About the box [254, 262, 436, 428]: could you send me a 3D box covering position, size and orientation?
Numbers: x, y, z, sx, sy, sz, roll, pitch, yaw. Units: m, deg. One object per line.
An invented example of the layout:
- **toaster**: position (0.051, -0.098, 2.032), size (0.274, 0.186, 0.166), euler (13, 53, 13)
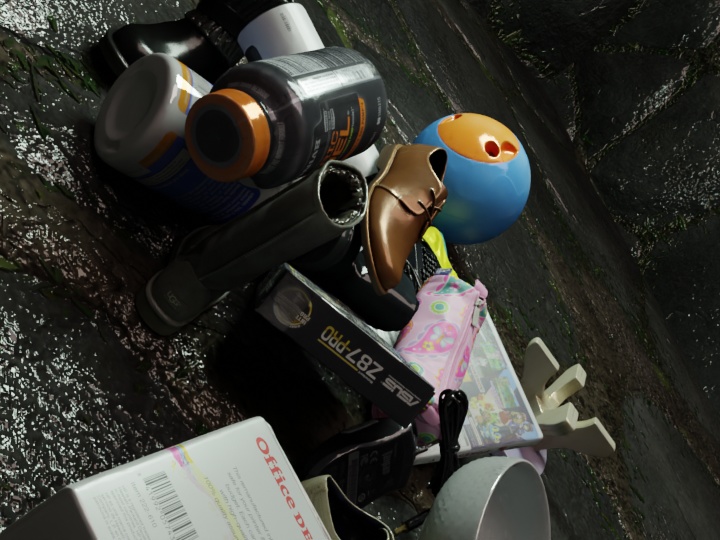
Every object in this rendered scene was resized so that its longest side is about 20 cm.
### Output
- **box**: position (-0.021, 0.058, 0.821), size (0.161, 0.049, 0.200), euler (41, -2, -8)

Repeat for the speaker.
- **speaker**: position (-0.049, -0.170, 0.941), size (0.201, 0.081, 0.081), euler (63, 23, 2)

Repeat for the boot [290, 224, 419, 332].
- **boot**: position (0.000, 0.000, 0.929), size (0.168, 0.077, 0.200), euler (36, -8, -22)

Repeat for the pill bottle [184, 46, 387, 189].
- **pill bottle**: position (-0.065, -0.133, 0.789), size (0.107, 0.106, 0.200), euler (56, 35, 2)

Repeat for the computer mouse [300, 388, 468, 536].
- **computer mouse**: position (0.016, 0.191, 0.828), size (0.199, 0.142, 0.046), euler (-20, 32, -35)

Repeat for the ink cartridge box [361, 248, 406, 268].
- **ink cartridge box**: position (-0.001, -0.055, 1.139), size (0.199, 0.040, 0.202), euler (33, 47, -43)

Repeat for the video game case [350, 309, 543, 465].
- **video game case**: position (0.097, 0.119, 1.039), size (0.181, 0.023, 0.201), euler (-2, 55, -28)

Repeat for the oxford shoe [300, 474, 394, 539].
- **oxford shoe**: position (0.006, 0.248, 0.722), size (0.200, 0.074, 0.071), euler (49, 23, -15)

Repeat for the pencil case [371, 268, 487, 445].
- **pencil case**: position (0.079, 0.091, 0.977), size (0.088, 0.087, 0.201), euler (47, 44, -19)

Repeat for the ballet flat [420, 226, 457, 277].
- **ballet flat**: position (0.101, 0.013, 1.262), size (0.066, 0.067, 0.201), euler (12, 41, -30)

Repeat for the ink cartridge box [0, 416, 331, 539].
- **ink cartridge box**: position (-0.106, 0.189, 0.566), size (0.145, 0.084, 0.200), euler (60, 24, 11)

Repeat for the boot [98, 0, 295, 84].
- **boot**: position (-0.167, -0.261, 0.955), size (0.080, 0.157, 0.211), euler (54, 22, 2)

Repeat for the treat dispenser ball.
- **treat dispenser ball**: position (0.162, -0.141, 1.396), size (0.201, 0.200, 0.202), euler (43, 26, -27)

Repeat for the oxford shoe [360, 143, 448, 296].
- **oxford shoe**: position (0.045, -0.059, 0.864), size (0.201, 0.071, 0.072), euler (-75, 151, -42)

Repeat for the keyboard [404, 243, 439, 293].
- **keyboard**: position (0.092, 0.055, 1.140), size (0.104, 0.039, 0.202), euler (27, 50, -48)

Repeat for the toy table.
- **toy table**: position (0.246, 0.192, 1.224), size (0.184, 0.117, 0.200), euler (49, 24, -14)

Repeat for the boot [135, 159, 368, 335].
- **boot**: position (-0.082, -0.034, 0.764), size (0.073, 0.199, 0.182), euler (47, 24, -14)

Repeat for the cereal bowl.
- **cereal bowl**: position (0.106, 0.269, 0.833), size (0.199, 0.083, 0.202), euler (-3, 93, -60)

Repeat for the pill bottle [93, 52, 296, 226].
- **pill bottle**: position (-0.142, -0.108, 0.862), size (0.199, 0.112, 0.113), euler (33, 32, -44)
